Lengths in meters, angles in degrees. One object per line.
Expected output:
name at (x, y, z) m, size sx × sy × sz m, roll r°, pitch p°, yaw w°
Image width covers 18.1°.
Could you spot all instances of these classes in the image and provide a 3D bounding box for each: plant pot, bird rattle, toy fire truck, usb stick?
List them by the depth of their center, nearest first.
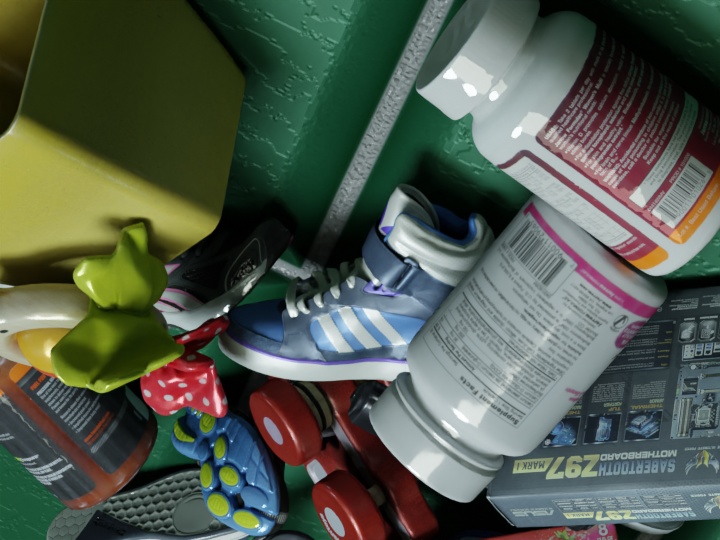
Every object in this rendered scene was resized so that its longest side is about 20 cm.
plant pot at (-0.192, -0.094, 1.534) m, size 0.176 × 0.201 × 0.200 m, roll 29°, pitch 141°, yaw -27°
bird rattle at (-0.177, 0.037, 1.542) m, size 0.162 × 0.114 × 0.200 m, roll 2°, pitch 170°, yaw 9°
usb stick at (0.083, 0.134, 1.632) m, size 0.199 × 0.033 × 0.055 m, roll 26°, pitch 158°, yaw -4°
toy fire truck at (-0.014, 0.137, 1.730) m, size 0.201 × 0.112 × 0.168 m, roll 56°, pitch 157°, yaw 5°

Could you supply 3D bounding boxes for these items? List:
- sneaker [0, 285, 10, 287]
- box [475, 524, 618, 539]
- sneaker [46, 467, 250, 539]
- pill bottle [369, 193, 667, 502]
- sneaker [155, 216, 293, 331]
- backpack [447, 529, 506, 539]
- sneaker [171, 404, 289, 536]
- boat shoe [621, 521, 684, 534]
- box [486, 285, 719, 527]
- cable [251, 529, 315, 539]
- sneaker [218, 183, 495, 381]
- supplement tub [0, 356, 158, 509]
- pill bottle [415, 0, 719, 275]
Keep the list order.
sneaker at (-0.240, 0.009, 1.698) m, size 0.200 × 0.075 × 0.089 m, roll -36°, pitch 88°, yaw 20°
box at (0.098, 0.254, 1.689) m, size 0.198 × 0.096 × 0.100 m, roll -9°, pitch 162°, yaw -4°
sneaker at (-0.148, 0.244, 1.946) m, size 0.201 × 0.077 × 0.146 m, roll -11°, pitch 137°, yaw 23°
pill bottle at (0.103, 0.051, 1.520) m, size 0.113 × 0.113 × 0.200 m, roll 36°, pitch 105°, yaw -14°
sneaker at (-0.144, -0.002, 1.686) m, size 0.199 × 0.080 × 0.087 m, roll -25°, pitch 109°, yaw 34°
backpack at (0.092, 0.299, 1.828) m, size 0.189 × 0.155 × 0.201 m, roll 21°, pitch 131°, yaw -6°
sneaker at (-0.088, 0.152, 1.767) m, size 0.082 × 0.200 × 0.071 m, roll 28°, pitch 96°, yaw -23°
boat shoe at (0.150, 0.144, 1.698) m, size 0.198 × 0.074 × 0.068 m, roll 25°, pitch 147°, yaw -10°
box at (0.194, 0.093, 1.557) m, size 0.199 × 0.159 × 0.051 m, roll -8°, pitch 144°, yaw 31°
cable at (-0.044, 0.286, 1.820) m, size 0.200 × 0.051 × 0.164 m, roll -28°, pitch 74°, yaw 53°
sneaker at (0.000, 0.000, 1.596) m, size 0.198 × 0.081 × 0.147 m, roll 6°, pitch 117°, yaw 4°
supplement tub at (-0.261, 0.092, 1.813) m, size 0.107 × 0.107 × 0.200 m, roll -20°, pitch 123°, yaw 38°
pill bottle at (0.141, -0.094, 1.429) m, size 0.199 × 0.110 × 0.110 m, roll 35°, pitch 138°, yaw -11°
